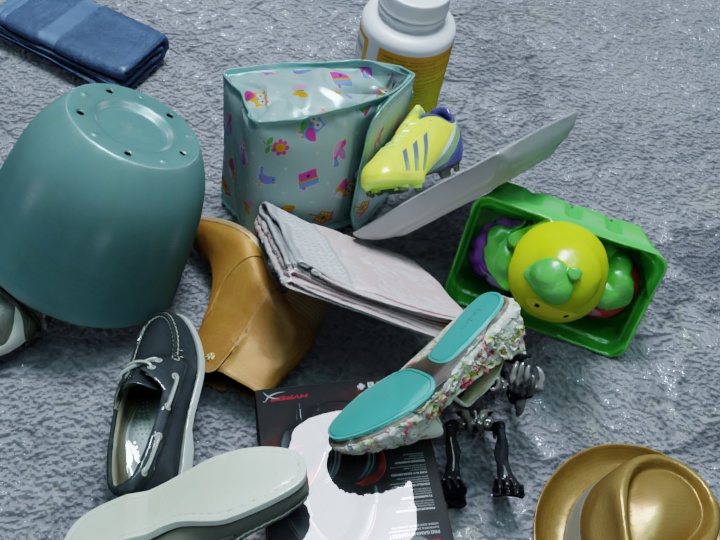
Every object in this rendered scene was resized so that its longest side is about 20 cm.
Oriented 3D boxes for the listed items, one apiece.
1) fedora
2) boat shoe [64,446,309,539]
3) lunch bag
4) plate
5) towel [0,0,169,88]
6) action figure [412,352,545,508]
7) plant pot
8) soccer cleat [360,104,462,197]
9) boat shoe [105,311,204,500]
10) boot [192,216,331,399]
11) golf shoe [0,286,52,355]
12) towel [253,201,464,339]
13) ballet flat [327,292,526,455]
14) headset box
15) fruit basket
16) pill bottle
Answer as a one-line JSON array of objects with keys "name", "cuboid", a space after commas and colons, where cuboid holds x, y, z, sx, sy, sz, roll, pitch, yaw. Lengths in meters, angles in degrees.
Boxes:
[{"name": "fedora", "cuboid": [0.250, 0.225, 0.808, 0.200, 0.082, 0.201, 5, 50, -6]}, {"name": "boat shoe", "cuboid": [-0.128, 0.197, 0.727, 0.201, 0.060, 0.072, -21, 29, 5]}, {"name": "lunch bag", "cuboid": [-0.039, -0.129, 0.987, 0.199, 0.171, 0.122, -12, 46, -23]}, {"name": "plate", "cuboid": [0.115, -0.092, 0.966, 0.199, 0.200, 0.032, -33, 95, -51]}, {"name": "towel", "cuboid": [-0.343, -0.288, 1.140, 0.200, 0.049, 0.112, 27, 51, 12]}, {"name": "action figure", "cuboid": [0.111, 0.112, 0.865, 0.118, 0.102, 0.201, 3, 53, -3]}, {"name": "plant pot", "cuboid": [-0.236, -0.073, 0.867, 0.200, 0.161, 0.201, 24, 32, -16]}, {"name": "soccer cleat", "cuboid": [0.050, -0.127, 0.970, 0.065, 0.084, 0.200, -2, 15, 29]}, {"name": "boat shoe", "cuboid": [-0.182, 0.112, 0.816, 0.075, 0.060, 0.200, -28, 47, 19]}, {"name": "boot", "cuboid": [-0.133, 0.036, 0.905, 0.201, 0.071, 0.144, 25, 64, 27]}, {"name": "golf shoe", "cuboid": [-0.384, 0.003, 0.876, 0.200, 0.077, 0.088, 36, 60, 19]}, {"name": "towel", "cuboid": [0.000, 0.000, 0.881, 0.191, 0.032, 0.200, 20, 13, -21]}, {"name": "ballet flat", "cuboid": [0.065, 0.099, 0.771, 0.200, 0.064, 0.076, -38, 25, -12]}, {"name": "headset box", "cuboid": [-0.007, 0.196, 0.782, 0.148, 0.075, 0.200, -5, 52, -7]}, {"name": "fruit basket", "cuboid": [0.193, 0.006, 0.929, 0.215, 0.156, 0.216, 10, 35, -7]}, {"name": "pill bottle", "cuboid": [0.047, -0.245, 1.080, 0.109, 0.200, 0.110, 6, 50, -7]}]
